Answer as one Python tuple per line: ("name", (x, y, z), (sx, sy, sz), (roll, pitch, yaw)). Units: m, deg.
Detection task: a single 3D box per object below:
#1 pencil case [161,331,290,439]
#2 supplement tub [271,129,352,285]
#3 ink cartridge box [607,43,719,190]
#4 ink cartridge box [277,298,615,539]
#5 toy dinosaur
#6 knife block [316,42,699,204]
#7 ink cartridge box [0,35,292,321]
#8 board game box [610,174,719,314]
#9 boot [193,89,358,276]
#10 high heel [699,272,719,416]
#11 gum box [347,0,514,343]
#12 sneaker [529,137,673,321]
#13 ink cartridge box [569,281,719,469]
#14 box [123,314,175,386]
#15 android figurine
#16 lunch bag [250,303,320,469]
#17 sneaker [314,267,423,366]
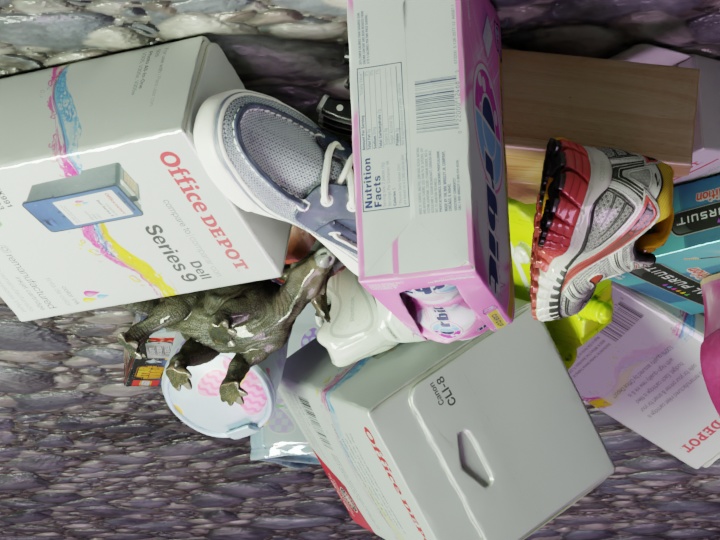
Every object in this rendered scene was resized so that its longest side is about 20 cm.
("pencil case", (-0.083, 0.031, 1.477), (0.083, 0.200, 0.091), (-8, 125, 18))
("supplement tub", (-0.072, -0.039, 1.389), (0.199, 0.107, 0.107), (-8, 163, 22))
("ink cartridge box", (0.224, -0.084, 1.342), (0.199, 0.068, 0.115), (9, 159, -34))
("ink cartridge box", (0.056, 0.106, 1.448), (0.144, 0.146, 0.200), (-33, -163, -15))
("toy dinosaur", (-0.093, 0.030, 1.328), (0.199, 0.077, 0.102), (-6, -152, 32))
("knife block", (0.081, -0.099, 1.238), (0.175, 0.064, 0.200), (18, 162, -40))
("ink cartridge box", (-0.158, -0.055, 1.280), (0.199, 0.088, 0.145), (-10, 139, 21))
("board game box", (0.274, -0.025, 1.346), (0.199, 0.047, 0.151), (-16, 160, 32))
("boot", (-0.004, -0.054, 1.222), (0.090, 0.073, 0.200), (-6, 154, 41))
("high heel", (0.300, 0.030, 1.287), (0.200, 0.096, 0.067), (-17, 158, 36))
("gum box", (0.041, -0.066, 1.133), (0.066, 0.201, 0.114), (-6, 163, 14))
("sneaker", (0.146, -0.016, 1.238), (0.082, 0.078, 0.200), (5, 164, 1))
("ink cartridge box", (0.218, 0.044, 1.527), (0.200, 0.086, 0.148), (31, 144, -8))
("box", (-0.145, 0.068, 1.888), (0.136, 0.040, 0.200), (0, 164, -12))
("android figurine", (0.106, -0.009, 1.428), (0.041, 0.182, 0.200), (-35, -151, -21))
("lunch bag", (-0.003, 0.078, 1.708), (0.199, 0.170, 0.127), (2, 167, -26))
("sneaker", (0.000, 0.000, 1.443), (0.081, 0.200, 0.075), (-32, 113, 12))
